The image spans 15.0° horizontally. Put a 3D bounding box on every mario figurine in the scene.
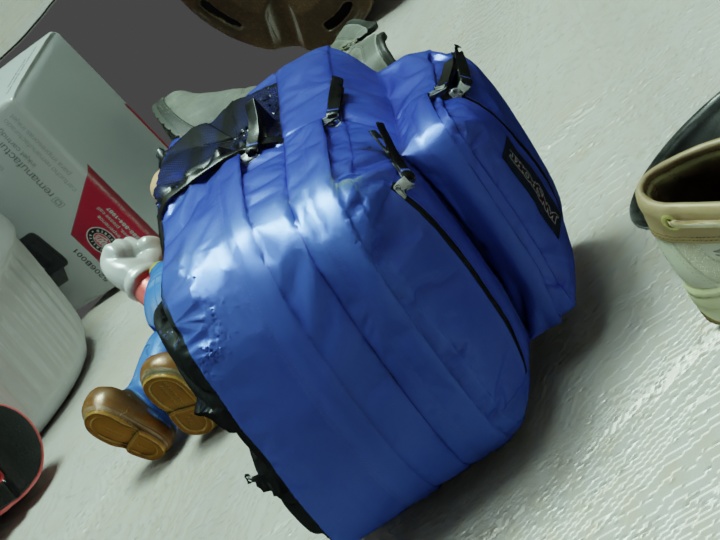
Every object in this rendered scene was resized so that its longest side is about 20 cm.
[{"bbox_3d":[-0.099,-0.003,1.457,0.123,0.106,0.200,1,45,17],"label":"mario figurine"}]

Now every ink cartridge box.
[{"bbox_3d":[-0.225,-0.039,1.768,0.200,0.145,0.083,-31,23,35],"label":"ink cartridge box"}]

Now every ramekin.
[{"bbox_3d":[-0.260,0.066,1.674,0.200,0.105,0.200,-39,18,15],"label":"ramekin"}]

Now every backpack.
[{"bbox_3d":[0.000,0.000,1.144,0.168,0.163,0.200,-36,18,16],"label":"backpack"}]

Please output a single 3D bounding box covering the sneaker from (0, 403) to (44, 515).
[{"bbox_3d":[-0.263,0.157,1.532,0.200,0.074,0.087,-36,-6,-26],"label":"sneaker"}]

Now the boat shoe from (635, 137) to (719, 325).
[{"bbox_3d":[0.180,-0.040,0.987,0.200,0.066,0.074,-29,23,41],"label":"boat shoe"}]

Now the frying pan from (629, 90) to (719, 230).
[{"bbox_3d":[0.162,-0.068,1.152,0.115,0.031,0.190,-38,15,18],"label":"frying pan"}]

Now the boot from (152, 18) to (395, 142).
[{"bbox_3d":[-0.043,-0.100,1.657,0.131,0.068,0.200,-42,24,-8],"label":"boot"}]

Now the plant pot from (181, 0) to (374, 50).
[{"bbox_3d":[-0.036,-0.266,1.816,0.200,0.200,0.199,-29,31,41],"label":"plant pot"}]
